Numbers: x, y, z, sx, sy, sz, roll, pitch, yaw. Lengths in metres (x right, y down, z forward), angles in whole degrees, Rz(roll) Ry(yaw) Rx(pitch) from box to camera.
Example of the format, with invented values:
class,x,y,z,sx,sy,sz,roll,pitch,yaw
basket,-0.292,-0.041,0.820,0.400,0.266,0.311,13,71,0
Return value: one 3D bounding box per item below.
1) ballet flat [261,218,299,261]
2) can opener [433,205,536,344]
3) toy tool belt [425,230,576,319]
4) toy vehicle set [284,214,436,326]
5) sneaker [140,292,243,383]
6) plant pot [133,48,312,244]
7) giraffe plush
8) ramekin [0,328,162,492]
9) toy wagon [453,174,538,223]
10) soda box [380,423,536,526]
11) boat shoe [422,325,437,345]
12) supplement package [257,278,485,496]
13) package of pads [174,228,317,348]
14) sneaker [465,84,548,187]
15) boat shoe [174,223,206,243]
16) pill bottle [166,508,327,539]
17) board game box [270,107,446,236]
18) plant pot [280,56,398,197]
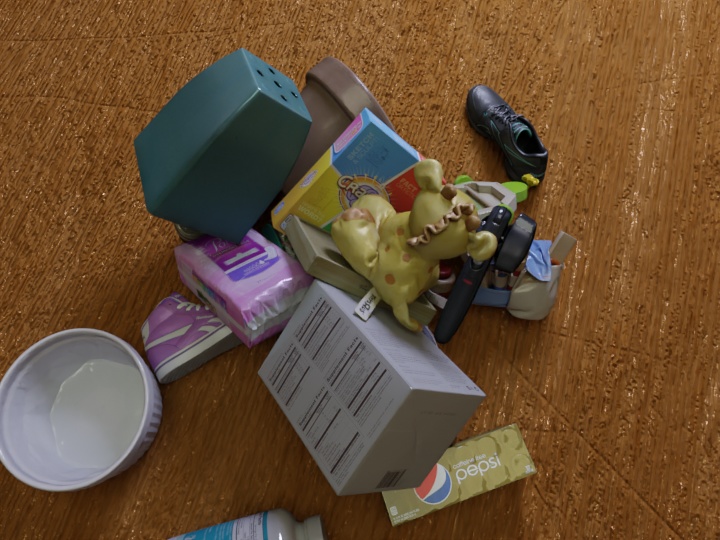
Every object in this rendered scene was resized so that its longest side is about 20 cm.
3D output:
class,x,y,z,sx,sy,sz,roll,pitch,yaw
ballet flat,-0.088,0.011,0.854,0.064,0.076,0.201,-7,73,-38
can opener,0.147,0.009,0.745,0.078,0.063,0.201,35,107,22
toy tool belt,0.194,-0.014,0.824,0.199,0.123,0.125,7,37,1
toy vehicle set,0.000,0.000,0.778,0.199,0.124,0.027,25,107,-30
sneaker,-0.221,0.063,0.831,0.200,0.073,0.115,-27,70,-9
plant pot,-0.167,-0.164,0.739,0.200,0.141,0.142,-41,53,25
giraffe plush,0.072,-0.045,0.691,0.172,0.162,0.200,36,34,-17
ramekin,-0.363,0.187,0.769,0.199,0.105,0.201,0,70,0
toy wagon,0.170,-0.100,0.860,0.199,0.040,0.155,-14,28,-7
soda box,0.122,0.268,0.764,0.199,0.064,0.068,-18,72,-7
boat shoe,0.089,0.139,0.793,0.074,0.093,0.201,-19,72,-7
supplement package,0.008,0.138,0.701,0.200,0.151,0.151,45,108,40
package of pads,-0.155,0.012,0.790,0.120,0.076,0.200,-26,41,-31
sneaker,0.241,-0.231,0.930,0.075,0.079,0.201,-28,72,-9
boat shoe,-0.202,-0.105,0.894,0.075,0.062,0.200,48,62,1
pill bottle,-0.138,0.361,0.706,0.199,0.111,0.111,-13,71,-5
board game box,-0.004,-0.101,0.804,0.200,0.153,0.040,-44,36,22
plant pot,-0.057,-0.180,0.859,0.174,0.200,0.200,-39,75,-3
